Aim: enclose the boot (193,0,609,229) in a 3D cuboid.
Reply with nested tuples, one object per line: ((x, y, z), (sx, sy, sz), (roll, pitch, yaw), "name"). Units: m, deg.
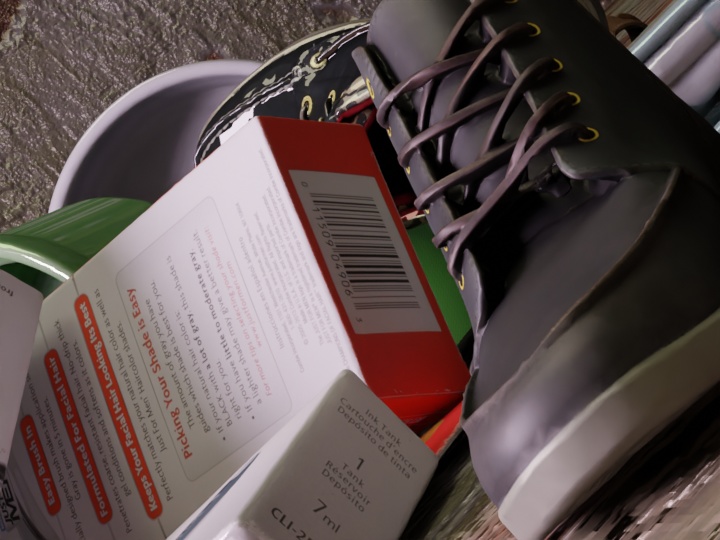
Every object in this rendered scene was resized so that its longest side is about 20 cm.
((-0.005, -0.057, 0.760), (0.202, 0.074, 0.154), (-20, 13, 25), "boot")

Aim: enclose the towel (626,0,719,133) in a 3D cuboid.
((0.123, -0.074, 0.679), (0.200, 0.048, 0.171), (-45, -1, 1), "towel")

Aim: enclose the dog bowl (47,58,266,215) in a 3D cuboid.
((-0.066, -0.010, 0.997), (0.200, 0.200, 0.079), (-44, -1, 4), "dog bowl")

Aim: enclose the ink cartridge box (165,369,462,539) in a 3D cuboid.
((-0.051, 0.105, 0.575), (0.200, 0.045, 0.176), (-45, 2, 28), "ink cartridge box")

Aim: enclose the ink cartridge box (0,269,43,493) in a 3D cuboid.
((-0.190, 0.102, 0.635), (0.146, 0.085, 0.201), (-46, 30, 37), "ink cartridge box")

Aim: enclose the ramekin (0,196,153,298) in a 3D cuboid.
((-0.125, 0.063, 0.893), (0.200, 0.200, 0.098), (-43, -5, 41), "ramekin")

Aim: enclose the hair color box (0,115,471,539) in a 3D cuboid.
((-0.062, 0.044, 0.680), (0.200, 0.112, 0.064), (-36, -23, 33), "hair color box")

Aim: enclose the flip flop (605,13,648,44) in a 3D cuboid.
((0.119, -0.091, 0.884), (0.081, 0.058, 0.200), (-42, 0, 5), "flip flop")

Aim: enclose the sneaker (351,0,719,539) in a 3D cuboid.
((0.033, -0.016, 0.414), (0.075, 0.106, 0.200), (-43, 2, 18), "sneaker")

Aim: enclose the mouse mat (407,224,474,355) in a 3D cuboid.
((0.000, 0.000, 0.792), (0.160, 0.008, 0.200), (5, 33, 33), "mouse mat")
